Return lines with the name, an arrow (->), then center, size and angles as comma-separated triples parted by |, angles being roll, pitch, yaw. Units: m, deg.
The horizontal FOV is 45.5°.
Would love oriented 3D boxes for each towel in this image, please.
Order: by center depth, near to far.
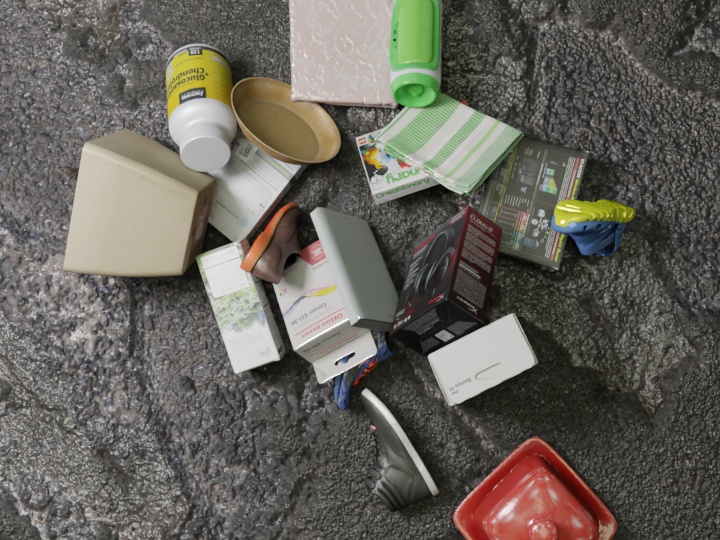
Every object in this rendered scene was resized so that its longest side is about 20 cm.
towel -> 0.138, -0.212, 1.379 | 0.199, 0.024, 0.153 | 33, 70, 30
towel -> -0.027, -0.376, 1.453 | 0.187, 0.032, 0.204 | 0, 83, -9

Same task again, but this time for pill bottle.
pill bottle -> -0.260, -0.265, 1.405 | 0.110, 0.113, 0.202 | -14, 56, 3

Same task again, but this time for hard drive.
hard drive -> 0.000, 0.000, 1.352 | 0.026, 0.131, 0.202 | -37, 61, 29

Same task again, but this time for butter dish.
butter dish -> 0.270, 0.387, 1.296 | 0.199, 0.148, 0.200 | -43, 81, -2

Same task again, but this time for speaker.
speaker -> 0.092, -0.375, 1.415 | 0.087, 0.089, 0.203 | 1, 68, 5

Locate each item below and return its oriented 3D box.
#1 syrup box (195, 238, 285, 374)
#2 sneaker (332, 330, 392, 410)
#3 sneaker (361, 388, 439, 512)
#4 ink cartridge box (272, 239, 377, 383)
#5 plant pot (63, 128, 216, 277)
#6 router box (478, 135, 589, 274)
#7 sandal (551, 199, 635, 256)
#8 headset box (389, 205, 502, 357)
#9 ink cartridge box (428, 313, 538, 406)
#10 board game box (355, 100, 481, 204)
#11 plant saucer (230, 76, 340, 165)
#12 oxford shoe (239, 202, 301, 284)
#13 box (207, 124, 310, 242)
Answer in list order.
syrup box -> -0.193, 0.057, 1.393 | 0.078, 0.081, 0.203 | -18, 95, 3
sneaker -> 0.010, 0.134, 1.388 | 0.077, 0.075, 0.203 | 23, 87, 4
sneaker -> 0.034, 0.293, 1.366 | 0.098, 0.071, 0.202 | -32, 86, -4
ink cartridge box -> -0.060, 0.062, 1.360 | 0.115, 0.067, 0.202 | -29, 58, 11
plant pot -> -0.338, -0.094, 1.365 | 0.174, 0.200, 0.203 | 15, 106, 0
router box -> 0.274, -0.112, 1.398 | 0.147, 0.062, 0.203 | 16, 85, 8
sandal -> 0.363, -0.063, 1.340 | 0.079, 0.198, 0.089 | 27, 110, 42
headset box -> 0.134, 0.010, 1.312 | 0.077, 0.148, 0.202 | 31, 53, -19
ink cartridge box -> 0.181, 0.137, 1.307 | 0.145, 0.200, 0.084 | -26, 82, 1
board game box -> 0.101, -0.195, 1.414 | 0.197, 0.035, 0.128 | -19, 57, 2
plant saucer -> -0.127, -0.237, 1.410 | 0.200, 0.200, 0.036 | 43, 128, 8
oxford shoe -> -0.127, -0.041, 1.378 | 0.072, 0.201, 0.071 | 35, 126, -5
box -> -0.200, -0.164, 1.457 | 0.155, 0.041, 0.201 | 38, 87, 8
